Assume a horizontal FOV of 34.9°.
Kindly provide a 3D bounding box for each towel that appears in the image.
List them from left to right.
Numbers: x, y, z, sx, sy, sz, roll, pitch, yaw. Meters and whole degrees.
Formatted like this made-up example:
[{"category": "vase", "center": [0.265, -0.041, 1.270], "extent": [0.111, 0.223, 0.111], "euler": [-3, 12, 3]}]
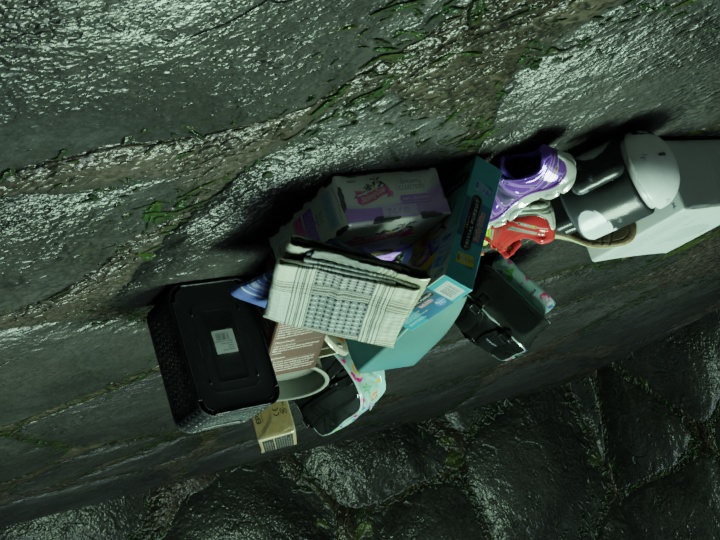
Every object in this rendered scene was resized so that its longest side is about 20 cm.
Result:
[{"category": "towel", "center": [-0.061, 0.012, 1.544], "extent": [0.199, 0.024, 0.144], "euler": [-24, 150, 34]}, {"category": "towel", "center": [-0.024, 0.035, 1.486], "extent": [0.192, 0.035, 0.200], "euler": [15, 147, -5]}]

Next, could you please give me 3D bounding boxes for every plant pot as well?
[{"category": "plant pot", "center": [0.077, 0.061, 1.951], "extent": [0.141, 0.142, 0.200], "euler": [-4, 152, -44]}]

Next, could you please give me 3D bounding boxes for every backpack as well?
[{"category": "backpack", "center": [-0.043, 0.208, 2.232], "extent": [0.150, 0.178, 0.200], "euler": [-32, 173, -36]}, {"category": "backpack", "center": [0.254, 0.074, 2.124], "extent": [0.151, 0.177, 0.200], "euler": [-46, 175, -20]}]

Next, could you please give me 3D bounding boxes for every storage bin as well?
[{"category": "storage bin", "center": [-0.217, 0.124, 1.686], "extent": [0.135, 0.201, 0.094], "euler": [-7, 163, -35]}]

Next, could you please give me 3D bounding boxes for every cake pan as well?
[{"category": "cake pan", "center": [-0.151, 0.167, 1.867], "extent": [0.199, 0.037, 0.200], "euler": [-3, 156, -1]}]

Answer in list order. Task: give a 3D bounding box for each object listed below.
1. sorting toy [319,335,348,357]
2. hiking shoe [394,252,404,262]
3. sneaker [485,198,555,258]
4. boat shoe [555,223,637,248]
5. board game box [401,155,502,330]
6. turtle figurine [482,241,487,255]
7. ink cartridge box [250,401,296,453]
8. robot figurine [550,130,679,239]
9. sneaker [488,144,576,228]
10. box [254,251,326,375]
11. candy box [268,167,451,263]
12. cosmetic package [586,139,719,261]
[{"category": "sorting toy", "center": [-0.149, 0.087, 1.863], "extent": [0.199, 0.107, 0.180], "euler": [-14, 156, 22]}, {"category": "hiking shoe", "center": [0.042, -0.013, 1.708], "extent": [0.199, 0.101, 0.076], "euler": [-24, 165, 19]}, {"category": "sneaker", "center": [0.197, -0.057, 1.695], "extent": [0.199, 0.085, 0.077], "euler": [-6, -165, 40]}, {"category": "boat shoe", "center": [0.340, -0.074, 1.801], "extent": [0.199, 0.072, 0.076], "euler": [14, 175, 26]}, {"category": "board game box", "center": [0.112, -0.036, 1.547], "extent": [0.047, 0.201, 0.151], "euler": [28, 146, -17]}, {"category": "turtle figurine", "center": [0.157, -0.040, 1.814], "extent": [0.161, 0.065, 0.200], "euler": [-26, 178, -32]}, {"category": "ink cartridge box", "center": [-0.176, 0.219, 2.082], "extent": [0.075, 0.201, 0.165], "euler": [-16, 164, -8]}, {"category": "robot figurine", "center": [0.361, -0.123, 1.663], "extent": [0.199, 0.125, 0.151], "euler": [-25, -156, 25]}, {"category": "sneaker", "center": [0.203, -0.126, 1.595], "extent": [0.083, 0.081, 0.200], "euler": [28, 140, -34]}, {"category": "box", "center": [-0.101, 0.062, 1.712], "extent": [0.100, 0.075, 0.201], "euler": [-8, 137, -32]}, {"category": "candy box", "center": [-0.004, -0.059, 1.542], "extent": [0.167, 0.072, 0.200], "euler": [-8, 162, -33]}, {"category": "cosmetic package", "center": [0.481, -0.113, 1.834], "extent": [0.199, 0.124, 0.199], "euler": [-8, 162, -40]}]
